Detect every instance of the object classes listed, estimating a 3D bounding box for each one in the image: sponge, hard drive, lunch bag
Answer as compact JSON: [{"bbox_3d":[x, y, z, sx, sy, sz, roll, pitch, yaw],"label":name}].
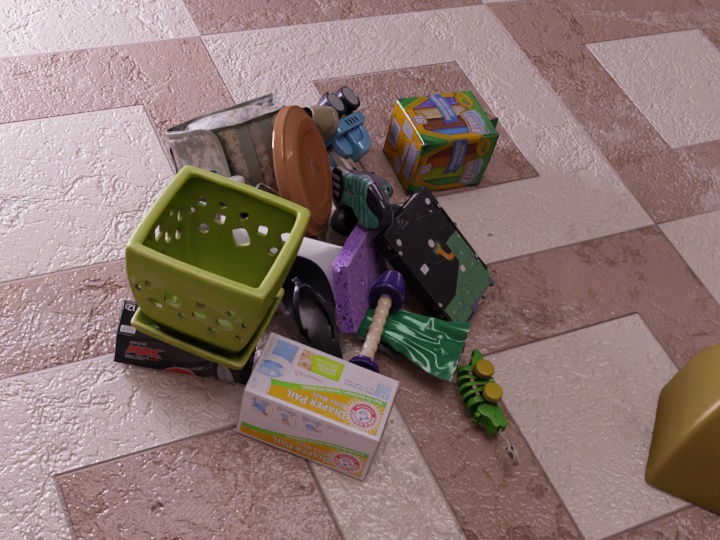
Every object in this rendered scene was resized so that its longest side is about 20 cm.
[{"bbox_3d":[0.000,0.000,1.651,0.029,0.113,0.201,0,26,16],"label":"sponge"},{"bbox_3d":[0.120,-0.014,1.717,0.201,0.038,0.140,50,51,-12],"label":"hard drive"},{"bbox_3d":[-0.198,-0.169,1.714,0.197,0.166,0.118,-19,25,-8],"label":"lunch bag"}]

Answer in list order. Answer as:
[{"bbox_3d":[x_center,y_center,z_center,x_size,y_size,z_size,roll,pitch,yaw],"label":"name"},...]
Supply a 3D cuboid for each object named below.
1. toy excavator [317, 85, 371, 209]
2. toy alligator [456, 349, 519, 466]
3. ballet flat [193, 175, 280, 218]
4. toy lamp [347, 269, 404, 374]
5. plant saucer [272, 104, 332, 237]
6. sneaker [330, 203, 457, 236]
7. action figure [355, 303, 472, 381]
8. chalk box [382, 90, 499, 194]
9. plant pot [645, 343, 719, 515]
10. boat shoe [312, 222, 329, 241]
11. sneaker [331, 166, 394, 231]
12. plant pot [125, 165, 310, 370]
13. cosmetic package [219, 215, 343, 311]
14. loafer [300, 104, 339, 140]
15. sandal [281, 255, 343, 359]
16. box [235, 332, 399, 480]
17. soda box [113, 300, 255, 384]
[{"bbox_3d":[-0.027,-0.198,1.862,0.201,0.100,0.194,52,31,0],"label":"toy excavator"},{"bbox_3d":[0.179,0.200,1.595,0.053,0.060,0.202,-2,50,-17],"label":"toy alligator"},{"bbox_3d":[-0.176,-0.106,1.653,0.198,0.072,0.073,18,43,-28],"label":"ballet flat"},{"bbox_3d":[0.027,0.078,1.599,0.057,0.059,0.202,18,45,0],"label":"toy lamp"},{"bbox_3d":[-0.083,-0.153,1.662,0.032,0.202,0.202,-8,44,16],"label":"plant saucer"},{"bbox_3d":[0.055,-0.074,1.769,0.198,0.061,0.104,-3,23,-42],"label":"sneaker"},{"bbox_3d":[0.061,0.097,1.657,0.197,0.055,0.119,19,48,10],"label":"action figure"},{"bbox_3d":[0.160,-0.230,1.929,0.197,0.126,0.125,-10,52,-22],"label":"chalk box"},{"bbox_3d":[0.559,0.222,1.590,0.193,0.201,0.195,23,47,4],"label":"plant pot"},{"bbox_3d":[-0.087,-0.064,1.751,0.071,0.061,0.204,12,47,-7],"label":"boat shoe"},{"bbox_3d":[0.025,-0.119,1.684,0.086,0.076,0.200,-5,26,-23],"label":"sneaker"},{"bbox_3d":[-0.198,0.007,1.476,0.197,0.183,0.200,21,42,4],"label":"plant pot"},{"bbox_3d":[-0.130,-0.002,1.642,0.197,0.081,0.115,17,82,-4],"label":"cosmetic package"},{"bbox_3d":[-0.133,-0.233,1.816,0.068,0.198,0.077,24,48,-58],"label":"loafer"},{"bbox_3d":[-0.066,0.071,1.579,0.075,0.043,0.203,-19,87,-6],"label":"sandal"},{"bbox_3d":[-0.059,0.189,1.506,0.197,0.102,0.113,20,46,2],"label":"box"},{"bbox_3d":[-0.248,0.103,1.548,0.196,0.071,0.064,11,46,-7],"label":"soda box"}]
